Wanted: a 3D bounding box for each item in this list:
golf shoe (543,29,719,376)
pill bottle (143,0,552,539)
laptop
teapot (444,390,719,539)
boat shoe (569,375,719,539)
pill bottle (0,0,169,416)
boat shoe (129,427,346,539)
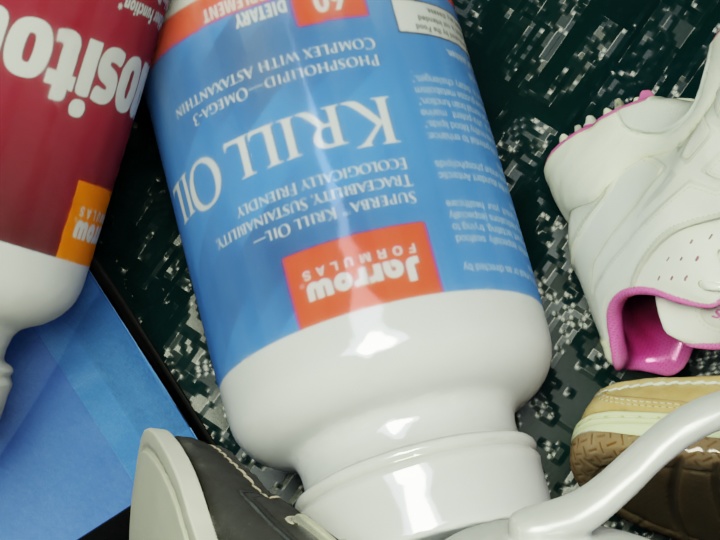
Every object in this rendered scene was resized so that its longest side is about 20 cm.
[{"bbox_3d":[0.130,-0.027,0.828,0.075,0.200,0.092,5,70,-24],"label":"golf shoe"},{"bbox_3d":[0.000,0.000,0.873,0.112,0.112,0.201,-17,72,3],"label":"pill bottle"},{"bbox_3d":[-0.120,0.110,0.860,0.177,0.103,0.200,-33,43,-1],"label":"laptop"},{"bbox_3d":[0.088,0.165,0.786,0.145,0.200,0.198,4,57,-10],"label":"teapot"},{"bbox_3d":[0.169,0.054,0.863,0.199,0.072,0.076,9,63,1],"label":"boat shoe"},{"bbox_3d":[-0.129,-0.053,0.843,0.112,0.113,0.201,17,90,13],"label":"pill bottle"},{"bbox_3d":[-0.023,0.103,0.771,0.060,0.200,0.074,-3,109,-19],"label":"boat shoe"}]
